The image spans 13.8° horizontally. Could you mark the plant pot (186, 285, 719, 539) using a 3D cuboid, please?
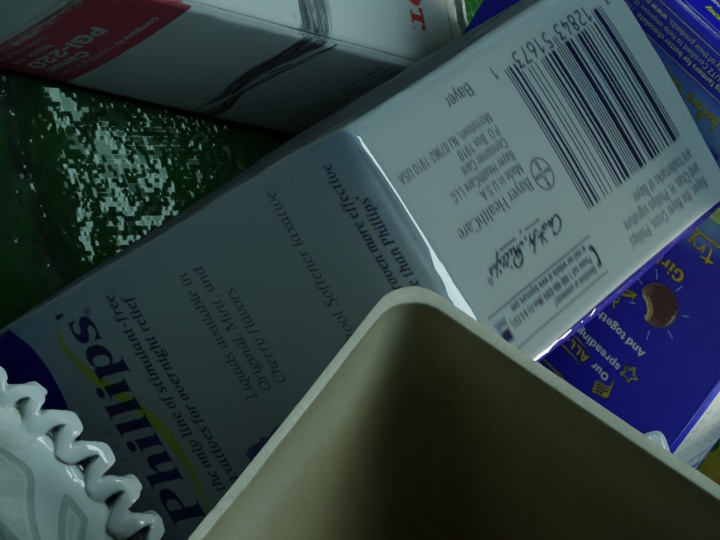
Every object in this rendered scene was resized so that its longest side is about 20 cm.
[{"bbox_3d":[0.036,0.165,0.923,0.199,0.177,0.200,33,70,18],"label":"plant pot"}]

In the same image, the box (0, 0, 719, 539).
[{"bbox_3d":[0.000,0.000,1.076,0.184,0.199,0.105,-36,96,-51],"label":"box"}]

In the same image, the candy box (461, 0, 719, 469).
[{"bbox_3d":[0.101,-0.026,1.164,0.169,0.200,0.077,46,34,19],"label":"candy box"}]

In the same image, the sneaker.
[{"bbox_3d":[-0.100,0.111,1.012,0.081,0.075,0.200,-42,94,-22],"label":"sneaker"}]

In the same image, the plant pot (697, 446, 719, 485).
[{"bbox_3d":[0.233,0.153,1.271,0.199,0.200,0.177,24,41,-38],"label":"plant pot"}]

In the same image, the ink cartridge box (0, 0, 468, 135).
[{"bbox_3d":[-0.060,-0.143,1.182,0.199,0.085,0.147,10,63,-43],"label":"ink cartridge box"}]

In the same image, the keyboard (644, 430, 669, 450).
[{"bbox_3d":[0.022,0.115,1.064,0.011,0.199,0.057,19,52,-82],"label":"keyboard"}]
